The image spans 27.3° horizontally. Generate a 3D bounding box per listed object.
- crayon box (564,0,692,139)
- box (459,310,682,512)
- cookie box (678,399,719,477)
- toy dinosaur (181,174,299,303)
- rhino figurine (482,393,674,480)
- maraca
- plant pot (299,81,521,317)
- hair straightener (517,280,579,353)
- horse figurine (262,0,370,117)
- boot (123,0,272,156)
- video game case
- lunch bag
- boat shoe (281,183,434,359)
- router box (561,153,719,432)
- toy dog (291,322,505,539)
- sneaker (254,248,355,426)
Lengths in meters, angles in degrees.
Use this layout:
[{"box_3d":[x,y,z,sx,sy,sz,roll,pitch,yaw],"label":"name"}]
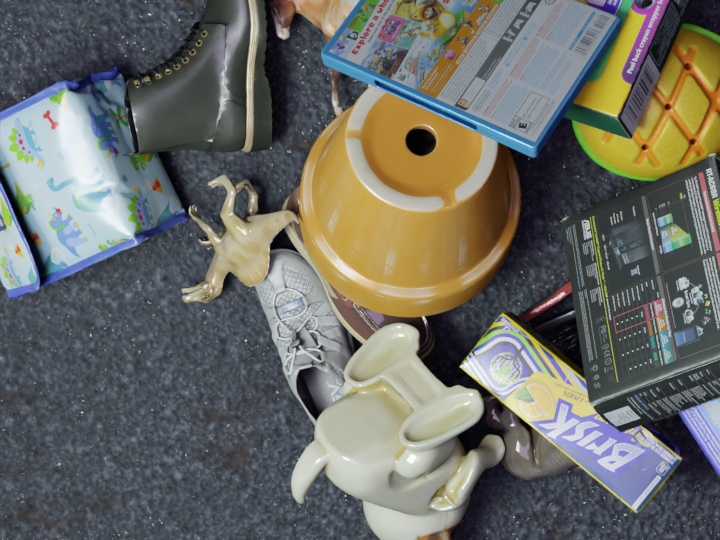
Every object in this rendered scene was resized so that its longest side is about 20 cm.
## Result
[{"box_3d":[0.185,-0.233,1.250,0.172,0.058,0.200,23,85,27],"label":"crayon box"},{"box_3d":[0.187,0.122,1.310,0.200,0.070,0.064,39,97,9],"label":"box"},{"box_3d":[0.372,0.082,1.277,0.200,0.075,0.171,-33,89,17],"label":"cookie box"},{"box_3d":[-0.107,-0.038,1.403,0.200,0.058,0.101,-37,70,44],"label":"toy dinosaur"},{"box_3d":[0.214,0.138,1.370,0.199,0.060,0.088,-15,91,14],"label":"rhino figurine"},{"box_3d":[0.282,-0.149,1.287,0.199,0.107,0.138,-7,103,6],"label":"maraca"},{"box_3d":[0.047,-0.079,1.274,0.199,0.183,0.201,1,74,-2],"label":"plant pot"},{"box_3d":[0.199,0.049,1.367,0.200,0.041,0.077,-33,90,11],"label":"hair straightener"},{"box_3d":[0.020,-0.228,1.359,0.200,0.050,0.133,-22,81,21],"label":"horse figurine"},{"box_3d":[-0.159,-0.203,1.366,0.138,0.077,0.201,-8,97,-18],"label":"boot"},{"box_3d":[0.088,-0.185,1.198,0.200,0.018,0.143,27,68,20],"label":"video game case"},{"box_3d":[-0.298,-0.079,1.430,0.200,0.127,0.171,-20,96,28],"label":"lunch bag"},{"box_3d":[0.000,0.000,1.382,0.072,0.072,0.200,-34,85,-16],"label":"boat shoe"},{"box_3d":[0.258,0.019,1.247,0.150,0.062,0.200,-24,49,26],"label":"router box"},{"box_3d":[0.043,0.185,1.360,0.194,0.200,0.139,-42,51,-17],"label":"toy dog"},{"box_3d":[-0.044,0.071,1.407,0.075,0.082,0.200,-28,89,15],"label":"sneaker"}]
